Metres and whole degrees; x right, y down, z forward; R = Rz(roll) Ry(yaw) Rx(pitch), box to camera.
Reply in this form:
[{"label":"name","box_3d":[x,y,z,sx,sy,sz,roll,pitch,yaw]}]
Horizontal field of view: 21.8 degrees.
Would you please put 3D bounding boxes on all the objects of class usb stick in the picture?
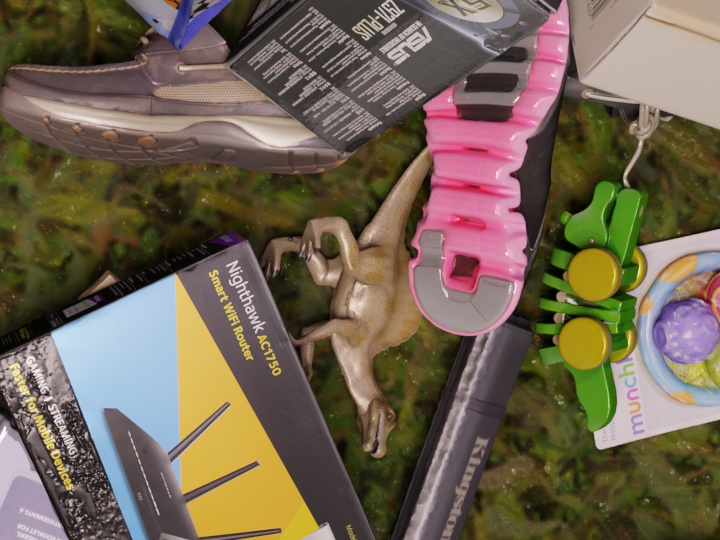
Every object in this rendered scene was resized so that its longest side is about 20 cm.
[{"label":"usb stick","box_3d":[0.051,0.116,1.076,0.032,0.055,0.201,20,90,26]}]

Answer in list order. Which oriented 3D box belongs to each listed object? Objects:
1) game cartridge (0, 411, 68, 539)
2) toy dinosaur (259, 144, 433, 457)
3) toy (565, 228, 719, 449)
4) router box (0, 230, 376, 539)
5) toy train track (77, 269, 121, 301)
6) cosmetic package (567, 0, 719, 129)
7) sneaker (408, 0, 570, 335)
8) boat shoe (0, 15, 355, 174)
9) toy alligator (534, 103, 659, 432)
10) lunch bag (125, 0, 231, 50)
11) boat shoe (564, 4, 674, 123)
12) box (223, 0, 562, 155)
[{"label":"game cartridge","box_3d":[-0.146,0.171,1.031,0.199,0.041,0.134,25,85,-17]},{"label":"toy dinosaur","box_3d":[0.000,0.000,1.057,0.101,0.058,0.201,13,89,-33]},{"label":"toy","box_3d":[0.231,0.032,1.121,0.199,0.047,0.116,-13,97,-15]},{"label":"router box","box_3d":[-0.092,0.100,0.988,0.149,0.051,0.201,-26,105,-11]},{"label":"toy train track","box_3d":[-0.082,0.074,1.041,0.115,0.033,0.200,-42,112,0]},{"label":"cosmetic package","box_3d":[0.214,-0.134,1.031,0.199,0.073,0.104,13,52,-25]},{"label":"sneaker","box_3d":[0.079,-0.066,1.030,0.079,0.095,0.201,15,99,22]},{"label":"boat shoe","box_3d":[-0.097,-0.097,1.008,0.199,0.074,0.074,5,79,-23]},{"label":"toy alligator","box_3d":[0.132,-0.010,1.072,0.054,0.059,0.201,11,99,25]},{"label":"lunch bag","box_3d":[-0.100,-0.227,0.897,0.170,0.200,0.124,41,75,2]},{"label":"boat shoe","box_3d":[0.168,-0.119,1.089,0.199,0.072,0.068,13,129,-24]},{"label":"box","box_3d":[0.039,-0.173,0.941,0.086,0.200,0.164,36,59,-16]}]
